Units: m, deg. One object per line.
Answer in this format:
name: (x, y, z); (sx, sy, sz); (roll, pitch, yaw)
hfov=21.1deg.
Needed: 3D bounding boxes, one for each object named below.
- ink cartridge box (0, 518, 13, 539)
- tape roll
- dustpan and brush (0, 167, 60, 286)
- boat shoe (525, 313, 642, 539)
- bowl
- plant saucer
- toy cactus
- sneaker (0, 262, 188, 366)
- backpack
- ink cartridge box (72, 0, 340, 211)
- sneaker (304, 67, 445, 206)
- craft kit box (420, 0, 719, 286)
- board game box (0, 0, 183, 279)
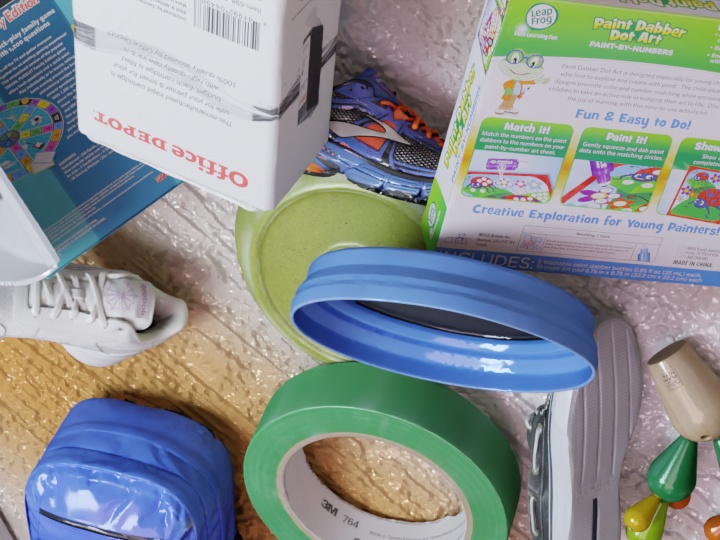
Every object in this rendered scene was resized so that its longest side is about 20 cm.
ink cartridge box: (-0.347, 0.302, 1.657); (0.146, 0.084, 0.200); (-10, 117, 27)
tape roll: (0.016, 0.155, 1.418); (0.200, 0.048, 0.201); (11, 135, 11)
dustpan and brush: (-0.294, -0.044, 1.278); (0.200, 0.057, 0.140); (5, 131, 56)
boat shoe: (0.143, 0.120, 1.345); (0.071, 0.072, 0.200); (27, 118, 49)
bowl: (0.055, 0.032, 1.241); (0.200, 0.039, 0.201); (11, 165, 3)
plant saucer: (0.000, 0.000, 1.351); (0.200, 0.031, 0.200); (11, 125, 16)
toy cactus: (0.244, 0.129, 1.309); (0.200, 0.102, 0.165); (-27, 99, 43)
sneaker: (-0.206, 0.014, 1.368); (0.100, 0.075, 0.200); (-14, 160, 34)
backpack: (-0.175, 0.211, 1.480); (0.162, 0.168, 0.200); (11, 122, 7)
ink cartridge box: (-0.092, -0.152, 1.158); (0.144, 0.084, 0.200); (24, 137, 16)
sneaker: (0.010, -0.090, 1.256); (0.200, 0.075, 0.079); (15, 93, 7)
craft kit box: (0.154, -0.084, 1.173); (0.200, 0.049, 0.198); (5, 131, -14)
board game box: (-0.206, -0.120, 1.288); (0.151, 0.047, 0.200); (-36, 109, -10)
